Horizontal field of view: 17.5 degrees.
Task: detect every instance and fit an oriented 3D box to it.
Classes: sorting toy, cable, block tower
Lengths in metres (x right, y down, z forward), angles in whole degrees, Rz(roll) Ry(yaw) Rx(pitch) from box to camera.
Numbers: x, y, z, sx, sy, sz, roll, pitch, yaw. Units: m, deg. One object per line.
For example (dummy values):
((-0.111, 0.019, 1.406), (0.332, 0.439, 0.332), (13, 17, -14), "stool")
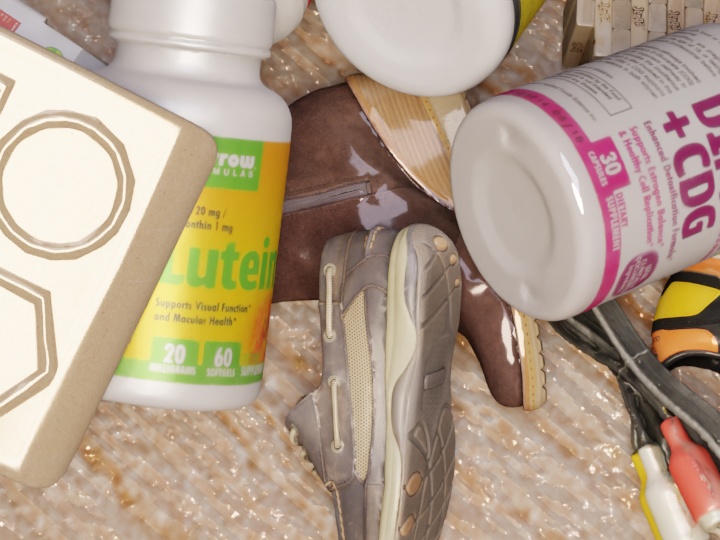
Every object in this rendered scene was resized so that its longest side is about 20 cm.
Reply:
((-0.189, -0.020, 1.076), (0.199, 0.036, 0.186), (26, 92, -17), "sorting toy")
((0.140, 0.066, 1.195), (0.050, 0.097, 0.201), (-28, 75, -21), "cable")
((0.212, -0.122, 1.293), (0.198, 0.058, 0.055), (5, 70, -3), "block tower")

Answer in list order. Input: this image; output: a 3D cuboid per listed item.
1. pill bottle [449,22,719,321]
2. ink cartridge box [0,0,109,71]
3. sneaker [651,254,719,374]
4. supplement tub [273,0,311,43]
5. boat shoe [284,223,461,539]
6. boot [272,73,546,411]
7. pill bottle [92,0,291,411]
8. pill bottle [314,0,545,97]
((0.154, -0.058, 1.177), (0.199, 0.113, 0.114), (-22, 74, -29), "pill bottle")
((-0.250, -0.061, 1.202), (0.175, 0.084, 0.201), (33, 71, 4), "ink cartridge box")
((0.246, 0.056, 1.230), (0.199, 0.070, 0.091), (23, 76, 6), "sneaker")
((-0.055, -0.234, 1.256), (0.139, 0.141, 0.201), (27, 70, 4), "supplement tub")
((0.005, 0.075, 1.178), (0.073, 0.074, 0.202), (7, 93, 23), "boat shoe")
((0.000, 0.000, 1.232), (0.165, 0.072, 0.202), (-19, 76, 1), "boot")
((-0.093, -0.039, 1.160), (0.110, 0.111, 0.202), (7, 95, -4), "pill bottle")
((0.062, -0.188, 1.244), (0.111, 0.112, 0.200), (30, 45, 5), "pill bottle")
